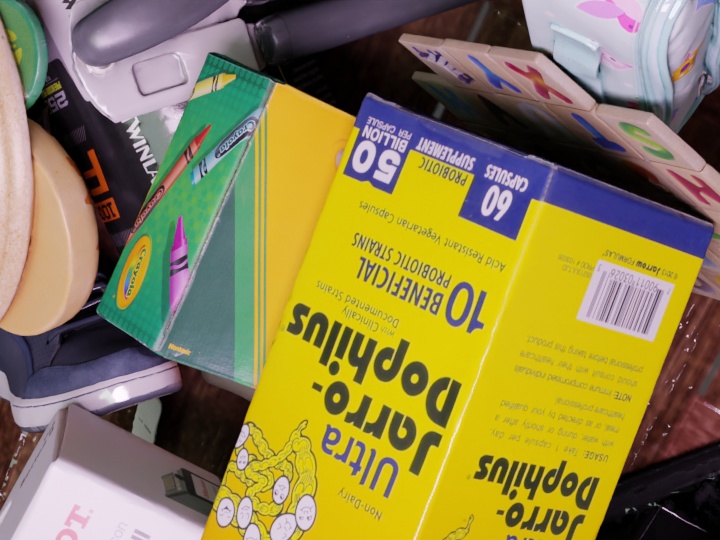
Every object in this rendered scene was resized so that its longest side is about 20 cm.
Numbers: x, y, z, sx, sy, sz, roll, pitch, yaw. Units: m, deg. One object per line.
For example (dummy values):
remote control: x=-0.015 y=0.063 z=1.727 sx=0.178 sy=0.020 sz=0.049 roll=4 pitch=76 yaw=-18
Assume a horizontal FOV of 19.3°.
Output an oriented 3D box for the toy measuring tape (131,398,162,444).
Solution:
toy measuring tape: x=-0.156 y=0.132 z=1.116 sx=0.073 sy=0.074 sz=0.201 roll=27 pitch=121 yaw=16

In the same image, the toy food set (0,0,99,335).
toy food set: x=-0.191 y=-0.066 z=0.964 sx=0.200 sy=0.049 sz=0.199 roll=-4 pitch=97 yaw=54

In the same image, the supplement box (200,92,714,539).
supplement box: x=0.036 y=0.049 z=0.832 sx=0.109 sy=0.109 sz=0.201 roll=24 pitch=96 yaw=44

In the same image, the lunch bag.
lunch bag: x=0.122 y=-0.133 z=0.799 sx=0.077 sy=0.200 sz=0.161 roll=24 pitch=86 yaw=13

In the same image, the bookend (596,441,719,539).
bookend: x=0.110 y=0.169 z=0.924 sx=0.200 sy=0.199 sz=0.092 roll=-26 pitch=98 yaw=32

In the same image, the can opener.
can opener: x=-0.028 y=-0.115 z=0.895 sx=0.067 sy=0.199 sz=0.054 roll=-8 pitch=101 yaw=71

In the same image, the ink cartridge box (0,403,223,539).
ink cartridge box: x=-0.078 y=0.172 z=0.934 sx=0.199 sy=0.084 sz=0.146 roll=27 pitch=100 yaw=-10

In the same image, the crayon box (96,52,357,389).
crayon box: x=0.000 y=0.000 z=0.905 sx=0.058 sy=0.200 sz=0.119 roll=27 pitch=95 yaw=52

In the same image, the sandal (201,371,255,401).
sandal: x=0.002 y=0.092 z=1.009 sx=0.201 sy=0.080 sz=0.058 roll=26 pitch=96 yaw=35

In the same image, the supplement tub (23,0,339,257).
supplement tub: x=-0.072 y=-0.064 z=0.975 sx=0.122 sy=0.122 sz=0.201 roll=-23 pitch=97 yaw=31

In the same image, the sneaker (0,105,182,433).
sneaker: x=-0.154 y=-0.004 z=1.023 sx=0.202 sy=0.077 sz=0.147 roll=10 pitch=115 yaw=64

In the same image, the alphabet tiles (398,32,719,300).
alphabet tiles: x=0.108 y=-0.035 z=0.866 sx=0.200 sy=0.006 sz=0.166 roll=37 pitch=170 yaw=-31
